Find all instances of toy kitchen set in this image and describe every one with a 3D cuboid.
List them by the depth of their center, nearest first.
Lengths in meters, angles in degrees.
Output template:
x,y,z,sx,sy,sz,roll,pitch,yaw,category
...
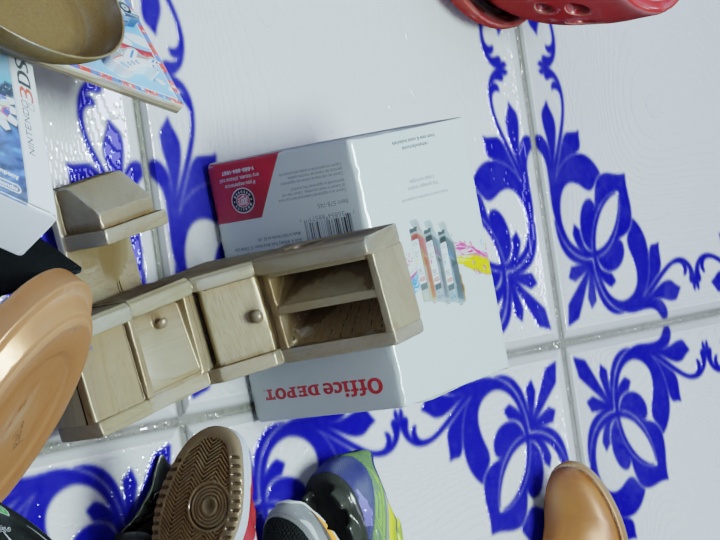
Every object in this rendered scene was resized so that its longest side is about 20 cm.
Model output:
x,y,z,sx,sy,sz,roll,pitch,yaw,category
-0.100,0.001,1.462,0.200,0.180,0.163,-25,102,-54,toy kitchen set

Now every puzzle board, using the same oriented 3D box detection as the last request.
x,y,z,sx,sy,sz,roll,pitch,yaw,category
-0.212,-0.184,1.424,0.200,0.017,0.151,17,36,-48,puzzle board

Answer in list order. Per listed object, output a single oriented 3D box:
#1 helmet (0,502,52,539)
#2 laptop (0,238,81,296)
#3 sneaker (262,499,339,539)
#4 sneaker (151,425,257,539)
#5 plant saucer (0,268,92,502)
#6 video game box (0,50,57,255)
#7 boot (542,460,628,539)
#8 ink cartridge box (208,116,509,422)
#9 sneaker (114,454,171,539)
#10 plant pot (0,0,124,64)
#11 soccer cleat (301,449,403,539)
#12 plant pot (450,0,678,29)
x,y,z,sx,sy,sz,roll,pitch,yaw,category
-0.230,0.225,1.176,0.200,0.191,0.200,-33,148,-23,helmet
-0.286,-0.069,1.307,0.177,0.200,0.103,-19,134,-50,laptop
-0.055,0.265,1.558,0.077,0.078,0.200,7,77,-41,sneaker
-0.081,0.208,1.451,0.112,0.071,0.200,15,78,-54,sneaker
-0.221,0.091,1.311,0.032,0.200,0.200,32,46,9,plant saucer
-0.280,-0.118,1.293,0.200,0.047,0.182,25,33,-39,video game box
0.156,0.266,1.820,0.155,0.074,0.200,-5,85,-47,boot
0.000,0.000,1.615,0.145,0.145,0.200,-15,96,-51,ink cartridge box
-0.147,0.220,1.466,0.200,0.060,0.104,-51,123,-49,sneaker
-0.235,-0.196,1.352,0.200,0.027,0.200,36,24,-19,plant pot
0.018,0.231,1.660,0.084,0.065,0.200,-37,111,-50,soccer cleat
0.166,-0.301,1.844,0.200,0.182,0.201,13,73,-49,plant pot
